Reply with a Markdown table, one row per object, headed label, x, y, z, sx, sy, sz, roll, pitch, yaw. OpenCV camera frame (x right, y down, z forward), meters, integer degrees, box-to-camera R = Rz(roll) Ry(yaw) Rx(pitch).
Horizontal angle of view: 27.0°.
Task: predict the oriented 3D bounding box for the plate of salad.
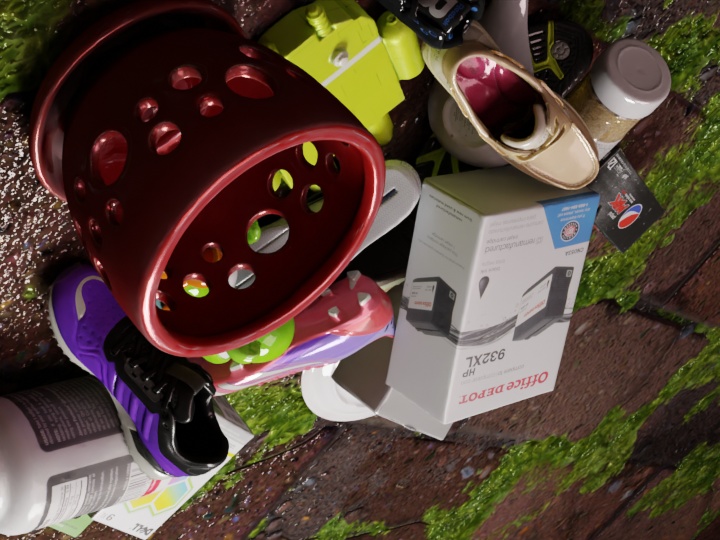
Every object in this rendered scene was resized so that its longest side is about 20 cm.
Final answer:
| label | x | y | z | sx | sy | sz | roll | pitch | yaw |
| --- | --- | --- | --- | --- | --- | --- | --- | --- | --- |
| plate of salad | 0.023 | 0.071 | 1.513 | 0.199 | 0.048 | 0.201 | -22 | 140 | -20 |

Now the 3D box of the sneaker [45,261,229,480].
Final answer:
| label | x | y | z | sx | sy | sz | roll | pitch | yaw |
| --- | --- | --- | --- | --- | --- | --- | --- | --- | --- |
| sneaker | -0.161 | 0.077 | 1.166 | 0.070 | 0.099 | 0.201 | -45 | 117 | -35 |

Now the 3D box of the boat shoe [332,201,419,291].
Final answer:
| label | x | y | z | sx | sy | sz | roll | pitch | yaw |
| --- | --- | --- | --- | --- | --- | --- | --- | --- | --- |
| boat shoe | 0.000 | 0.000 | 1.383 | 0.199 | 0.072 | 0.076 | -30 | 163 | -2 |

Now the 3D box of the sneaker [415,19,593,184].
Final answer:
| label | x | y | z | sx | sy | sz | roll | pitch | yaw |
| --- | --- | --- | --- | --- | --- | --- | --- | --- | --- |
| sneaker | 0.127 | -0.145 | 1.343 | 0.200 | 0.075 | 0.076 | -44 | 172 | 8 |

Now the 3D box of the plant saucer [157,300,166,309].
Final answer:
| label | x | y | z | sx | sy | sz | roll | pitch | yaw |
| --- | --- | --- | --- | --- | --- | --- | --- | --- | --- |
| plant saucer | -0.157 | 0.010 | 1.243 | 0.070 | 0.019 | 0.201 | -24 | 145 | -30 |

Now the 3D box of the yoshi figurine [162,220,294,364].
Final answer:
| label | x | y | z | sx | sy | sz | roll | pitch | yaw |
| --- | --- | --- | --- | --- | --- | --- | --- | --- | --- |
| yoshi figurine | -0.103 | 0.014 | 1.192 | 0.112 | 0.112 | 0.200 | -41 | 155 | -16 |

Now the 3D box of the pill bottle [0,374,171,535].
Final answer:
| label | x | y | z | sx | sy | sz | roll | pitch | yaw |
| --- | --- | --- | --- | --- | --- | --- | --- | --- | --- |
| pill bottle | -0.255 | 0.150 | 1.216 | 0.199 | 0.111 | 0.111 | -11 | 139 | -43 |

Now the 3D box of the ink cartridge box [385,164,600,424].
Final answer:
| label | x | y | z | sx | sy | sz | roll | pitch | yaw |
| --- | --- | --- | --- | --- | --- | --- | --- | --- | --- |
| ink cartridge box | 0.115 | 0.018 | 1.316 | 0.144 | 0.084 | 0.201 | -12 | 122 | -39 |

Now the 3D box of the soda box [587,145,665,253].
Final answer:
| label | x | y | z | sx | sy | sz | roll | pitch | yaw |
| --- | --- | --- | --- | --- | --- | --- | --- | --- | --- |
| soda box | 0.251 | -0.087 | 1.561 | 0.071 | 0.063 | 0.200 | -44 | 151 | 6 |

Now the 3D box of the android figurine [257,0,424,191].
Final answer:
| label | x | y | z | sx | sy | sz | roll | pitch | yaw |
| --- | --- | --- | --- | --- | --- | --- | --- | --- | --- |
| android figurine | -0.031 | -0.137 | 1.176 | 0.182 | 0.041 | 0.200 | -38 | 153 | -6 |

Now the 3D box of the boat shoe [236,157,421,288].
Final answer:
| label | x | y | z | sx | sy | sz | roll | pitch | yaw |
| --- | --- | --- | --- | --- | --- | --- | --- | --- | --- |
| boat shoe | -0.031 | -0.028 | 1.287 | 0.199 | 0.072 | 0.071 | -30 | -172 | 11 |

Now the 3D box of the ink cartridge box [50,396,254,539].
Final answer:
| label | x | y | z | sx | sy | sz | roll | pitch | yaw |
| --- | --- | --- | --- | --- | --- | --- | --- | --- | --- |
| ink cartridge box | -0.203 | 0.188 | 1.383 | 0.200 | 0.059 | 0.104 | -43 | 151 | 1 |

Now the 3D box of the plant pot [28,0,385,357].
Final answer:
| label | x | y | z | sx | sy | sz | roll | pitch | yaw |
| --- | --- | --- | --- | --- | --- | --- | --- | --- | --- |
| plant pot | -0.109 | -0.072 | 1.019 | 0.200 | 0.183 | 0.201 | -29 | 148 | -20 |

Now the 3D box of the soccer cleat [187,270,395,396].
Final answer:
| label | x | y | z | sx | sy | sz | roll | pitch | yaw |
| --- | --- | --- | --- | --- | --- | --- | --- | --- | --- |
| soccer cleat | -0.063 | 0.069 | 1.309 | 0.199 | 0.067 | 0.077 | -26 | 134 | 3 |

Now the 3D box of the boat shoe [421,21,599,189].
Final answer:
| label | x | y | z | sx | sy | sz | roll | pitch | yaw |
| --- | --- | --- | --- | --- | --- | --- | --- | --- | --- |
| boat shoe | 0.127 | -0.121 | 1.208 | 0.200 | 0.069 | 0.074 | 37 | 108 | -30 |

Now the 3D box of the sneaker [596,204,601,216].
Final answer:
| label | x | y | z | sx | sy | sz | roll | pitch | yaw |
| --- | --- | --- | --- | --- | --- | --- | --- | --- | --- |
| sneaker | 0.166 | -0.013 | 1.523 | 0.105 | 0.060 | 0.200 | -61 | -169 | -18 |

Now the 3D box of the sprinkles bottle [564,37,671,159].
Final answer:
| label | x | y | z | sx | sy | sz | roll | pitch | yaw |
| --- | --- | --- | --- | --- | --- | --- | --- | --- | --- |
| sprinkles bottle | 0.206 | -0.132 | 1.377 | 0.068 | 0.069 | 0.200 | -23 | 166 | -30 |

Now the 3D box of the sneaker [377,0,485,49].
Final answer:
| label | x | y | z | sx | sy | sz | roll | pitch | yaw |
| --- | --- | --- | --- | --- | --- | --- | --- | --- | --- |
| sneaker | 0.028 | -0.220 | 1.059 | 0.073 | 0.112 | 0.200 | -50 | 150 | 13 |

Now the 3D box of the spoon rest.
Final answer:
| label | x | y | z | sx | sy | sz | roll | pitch | yaw |
| --- | --- | --- | --- | --- | --- | --- | --- | --- | --- |
| spoon rest | 0.110 | -0.177 | 1.254 | 0.061 | 0.099 | 0.201 | -46 | 151 | -50 |

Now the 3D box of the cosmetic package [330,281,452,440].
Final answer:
| label | x | y | z | sx | sy | sz | roll | pitch | yaw |
| --- | --- | --- | --- | --- | --- | --- | --- | --- | --- |
| cosmetic package | 0.072 | 0.049 | 1.426 | 0.107 | 0.090 | 0.201 | 29 | 96 | -43 |
